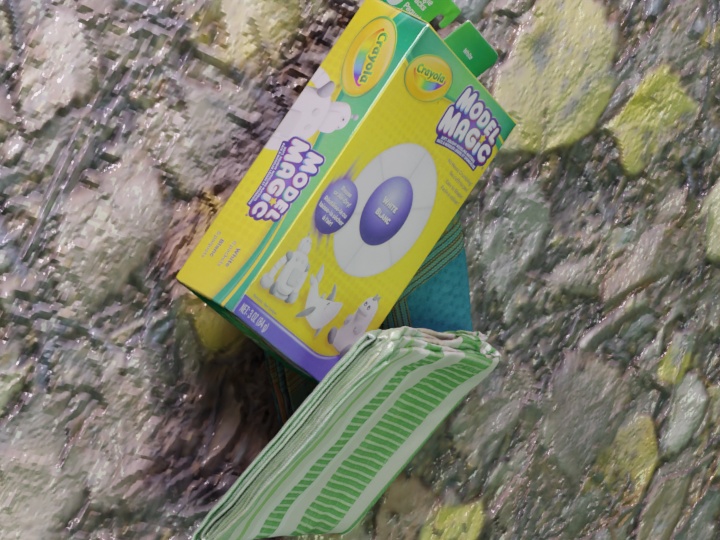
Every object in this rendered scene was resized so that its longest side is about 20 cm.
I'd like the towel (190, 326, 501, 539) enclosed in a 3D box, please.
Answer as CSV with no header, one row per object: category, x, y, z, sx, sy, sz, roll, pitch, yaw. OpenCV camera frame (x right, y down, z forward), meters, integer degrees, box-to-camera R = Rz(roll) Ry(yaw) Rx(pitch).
towel,-0.002,0.090,1.471,0.153,0.023,0.200,-49,165,11

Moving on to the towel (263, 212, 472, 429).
towel,0.000,0.000,1.482,0.147,0.022,0.200,-38,138,-29

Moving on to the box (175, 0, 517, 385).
box,0.003,-0.047,1.398,0.200,0.048,0.117,-58,144,-6
